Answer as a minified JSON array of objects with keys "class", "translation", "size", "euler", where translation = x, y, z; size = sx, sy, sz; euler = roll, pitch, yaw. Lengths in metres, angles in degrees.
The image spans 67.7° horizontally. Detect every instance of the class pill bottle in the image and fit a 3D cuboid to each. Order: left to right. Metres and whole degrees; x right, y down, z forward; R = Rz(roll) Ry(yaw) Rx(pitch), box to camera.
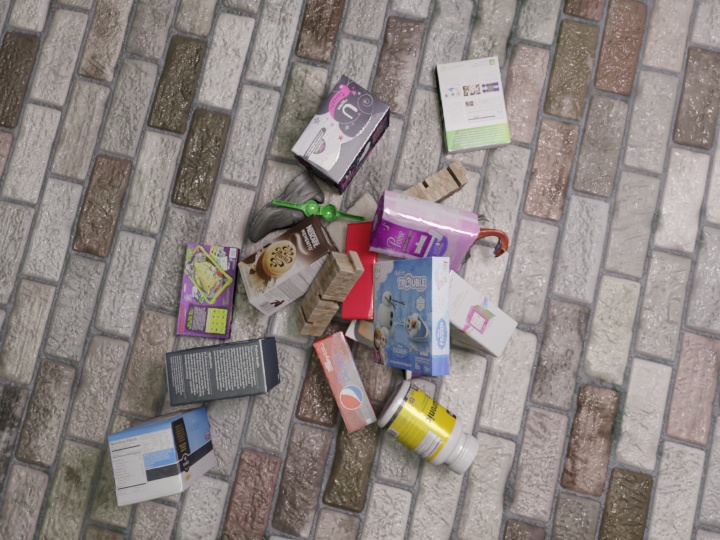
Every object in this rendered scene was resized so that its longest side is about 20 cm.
[{"class":"pill bottle","translation":[0.142,0.329,1.112],"size":[0.199,0.111,0.112],"euler":[35,87,4]}]

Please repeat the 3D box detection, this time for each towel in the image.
[{"class":"towel","translation":[0.014,-0.058,1.148],"size":[0.132,0.034,0.201],"euler":[-37,63,10]}]

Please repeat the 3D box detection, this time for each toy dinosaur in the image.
[{"class":"toy dinosaur","translation":[0.212,-0.062,1.129],"size":[0.179,0.199,0.107],"euler":[1,98,35]}]

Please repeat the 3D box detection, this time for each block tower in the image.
[{"class":"block tower","translation":[-0.069,0.048,1.095],"size":[0.201,0.057,0.054],"euler":[-55,42,31]},{"class":"block tower","translation":[0.144,-0.164,1.151],"size":[0.198,0.058,0.054],"euler":[-33,82,-19]}]

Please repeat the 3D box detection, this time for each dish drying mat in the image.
[{"class":"dish drying mat","translation":[0.000,0.000,1.110],"size":[0.076,0.018,0.204],"euler":[-3,77,30]}]

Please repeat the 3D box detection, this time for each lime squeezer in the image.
[{"class":"lime squeezer","translation":[-0.089,-0.125,1.148],"size":[0.196,0.071,0.038],"euler":[11,112,-3]}]

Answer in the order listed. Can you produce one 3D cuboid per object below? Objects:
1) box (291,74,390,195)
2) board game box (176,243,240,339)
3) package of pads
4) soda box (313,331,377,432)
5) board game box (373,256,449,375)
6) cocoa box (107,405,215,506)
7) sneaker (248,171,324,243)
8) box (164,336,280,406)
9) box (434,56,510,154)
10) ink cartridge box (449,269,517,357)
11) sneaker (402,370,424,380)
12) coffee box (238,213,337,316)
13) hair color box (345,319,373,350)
[{"class":"box","translation":[-0.041,-0.293,1.170],"size":[0.131,0.115,0.201],"euler":[34,86,4]},{"class":"board game box","translation":[-0.337,0.045,1.193],"size":[0.118,0.032,0.204],"euler":[6,84,-2]},{"class":"package of pads","translation":[0.121,-0.076,1.046],"size":[0.196,0.121,0.076],"euler":[14,47,-5]},{"class":"soda box","translation":[-0.032,0.235,1.149],"size":[0.069,0.063,0.203],"euler":[-22,84,-1]},{"class":"board game box","translation":[0.089,0.081,0.997],"size":[0.043,0.199,0.203],"euler":[3,86,-29]},{"class":"cocoa box","translation":[-0.392,0.364,1.080],"size":[0.131,0.200,0.134],"euler":[-13,84,1]},{"class":"sneaker","translation":[-0.163,-0.124,1.183],"size":[0.200,0.076,0.091],"euler":[-43,93,1]},{"class":"box","translation":[-0.280,0.206,1.117],"size":[0.196,0.148,0.109],"euler":[-8,85,1]},{"class":"box","translation":[0.251,-0.371,1.209],"size":[0.141,0.036,0.204],"euler":[-7,84,1]},{"class":"ink cartridge box","translation":[0.194,0.080,1.080],"size":[0.199,0.144,0.085],"euler":[37,81,-22]},{"class":"sneaker","translation":[0.130,0.144,1.108],"size":[0.086,0.202,0.076],"euler":[-6,45,-4]},{"class":"coffee box","translation":[-0.147,-0.011,1.132],"size":[0.198,0.080,0.114],"euler":[-32,53,7]},{"class":"hair color box","translation":[0.057,0.072,1.156],"size":[0.100,0.061,0.203],"euler":[25,87,12]}]
